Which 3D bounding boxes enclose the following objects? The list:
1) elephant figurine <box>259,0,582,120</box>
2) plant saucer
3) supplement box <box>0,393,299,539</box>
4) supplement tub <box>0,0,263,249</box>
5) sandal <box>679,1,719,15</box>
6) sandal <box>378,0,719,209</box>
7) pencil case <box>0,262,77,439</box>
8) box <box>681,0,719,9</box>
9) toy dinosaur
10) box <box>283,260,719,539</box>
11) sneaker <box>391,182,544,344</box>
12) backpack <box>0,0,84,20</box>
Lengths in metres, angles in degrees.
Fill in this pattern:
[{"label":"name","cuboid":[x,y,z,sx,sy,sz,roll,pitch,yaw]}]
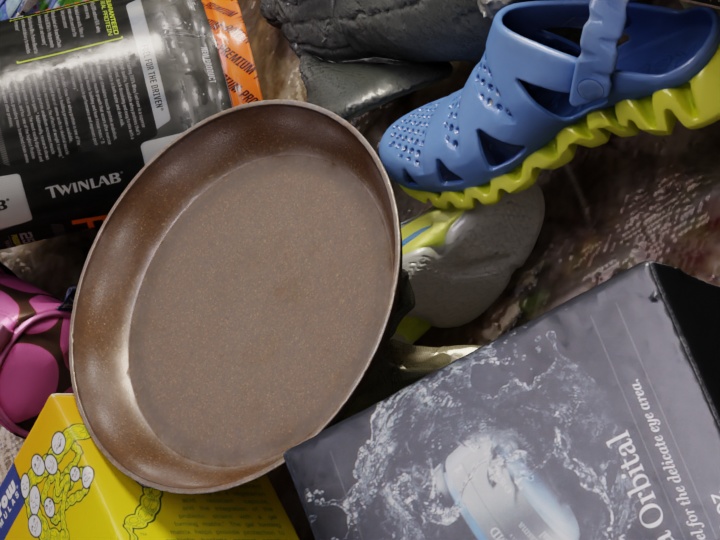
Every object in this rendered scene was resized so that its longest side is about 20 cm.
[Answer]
[{"label":"elephant figurine","cuboid":[0.011,-0.140,1.371,0.200,0.155,0.142,-14,62,21]},{"label":"plant saucer","cuboid":[-0.056,0.015,1.264,0.200,0.032,0.201,-17,61,32]},{"label":"supplement box","cuboid":[-0.095,0.169,1.290,0.109,0.109,0.200,-58,45,31]},{"label":"supplement tub","cuboid":[-0.155,-0.084,1.426,0.199,0.123,0.123,-14,57,-4]},{"label":"sandal","cuboid":[0.177,-0.175,1.327,0.080,0.057,0.201,-43,52,9]},{"label":"sandal","cuboid":[0.088,-0.095,1.254,0.200,0.087,0.080,-23,34,30]},{"label":"pencil case","cuboid":[-0.233,0.017,1.482,0.200,0.094,0.091,27,93,40]},{"label":"box","cuboid":[0.132,-0.175,1.233,0.200,0.137,0.040,39,113,42]},{"label":"toy dinosaur","cuboid":[-0.002,0.038,1.281,0.200,0.047,0.088,-12,97,16]},{"label":"box","cuboid":[0.102,0.131,1.167,0.200,0.117,0.197,-29,70,20]},{"label":"sneaker","cuboid":[0.000,0.000,1.350,0.200,0.076,0.105,-43,51,10]},{"label":"backpack","cuboid":[-0.213,-0.161,1.539,0.163,0.154,0.200,30,99,32]}]
